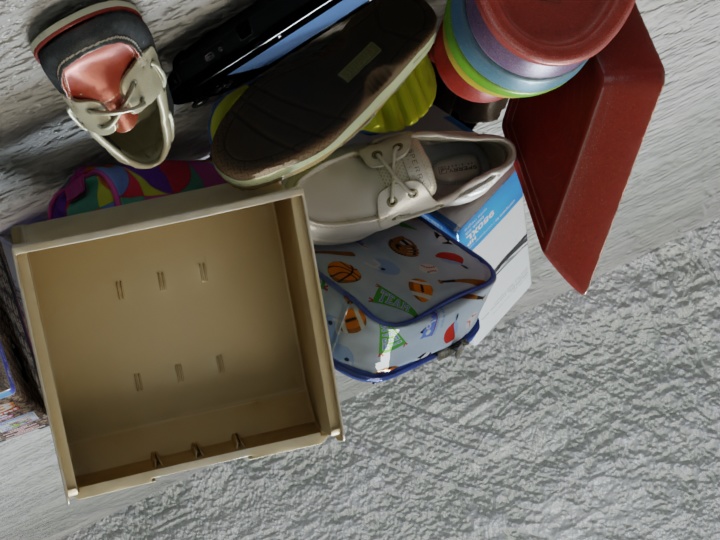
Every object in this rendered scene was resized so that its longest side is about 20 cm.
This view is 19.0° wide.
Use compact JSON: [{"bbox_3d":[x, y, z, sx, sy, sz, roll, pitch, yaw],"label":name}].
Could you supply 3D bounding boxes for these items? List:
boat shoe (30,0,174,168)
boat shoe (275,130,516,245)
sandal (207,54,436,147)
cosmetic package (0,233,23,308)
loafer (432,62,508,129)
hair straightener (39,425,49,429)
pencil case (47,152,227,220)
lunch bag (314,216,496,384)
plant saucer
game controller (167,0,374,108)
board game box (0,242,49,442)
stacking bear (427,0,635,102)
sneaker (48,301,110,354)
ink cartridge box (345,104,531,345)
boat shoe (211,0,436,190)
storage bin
[{"bbox_3d":[-0.155,-0.114,1.346,0.071,0.063,0.200,-22,169,-2],"label":"boat shoe"},{"bbox_3d":[0.029,-0.072,1.585,0.199,0.071,0.069,-18,176,-33],"label":"boat shoe"},{"bbox_3d":[-0.036,-0.124,1.584,0.199,0.080,0.087,-17,-175,-27],"label":"sandal"},{"bbox_3d":[-0.212,0.017,1.759,0.200,0.071,0.106,-12,127,-51],"label":"cosmetic package"},{"bbox_3d":[0.104,-0.157,1.725,0.073,0.071,0.200,-20,169,-26],"label":"loafer"},{"bbox_3d":[-0.183,0.089,1.661,0.199,0.041,0.077,-13,-179,28],"label":"hair straightener"},{"bbox_3d":[-0.148,-0.048,1.655,0.088,0.089,0.200,-31,169,34],"label":"pencil case"},{"bbox_3d":[0.000,0.000,1.626,0.160,0.200,0.076,-23,141,-45],"label":"lunch bag"},{"bbox_3d":[0.153,-0.120,1.564,0.036,0.200,0.201,5,129,-15],"label":"plant saucer"},{"bbox_3d":[-0.038,-0.166,1.418,0.199,0.042,0.104,-29,170,28],"label":"game controller"},{"bbox_3d":[-0.295,0.038,1.501,0.096,0.160,0.200,-19,171,-2],"label":"board game box"},{"bbox_3d":[0.105,-0.172,1.494,0.121,0.114,0.200,9,169,-11],"label":"stacking bear"},{"bbox_3d":[-0.186,0.037,1.632,0.108,0.068,0.201,-18,177,39],"label":"sneaker"},{"bbox_3d":[0.059,-0.046,1.771,0.084,0.144,0.200,-47,155,-17],"label":"ink cartridge box"},{"bbox_3d":[-0.023,-0.112,1.501,0.200,0.072,0.076,-37,161,-23],"label":"boat shoe"},{"bbox_3d":[-0.128,0.049,1.497,0.199,0.200,0.094,-12,-165,-10],"label":"storage bin"}]
